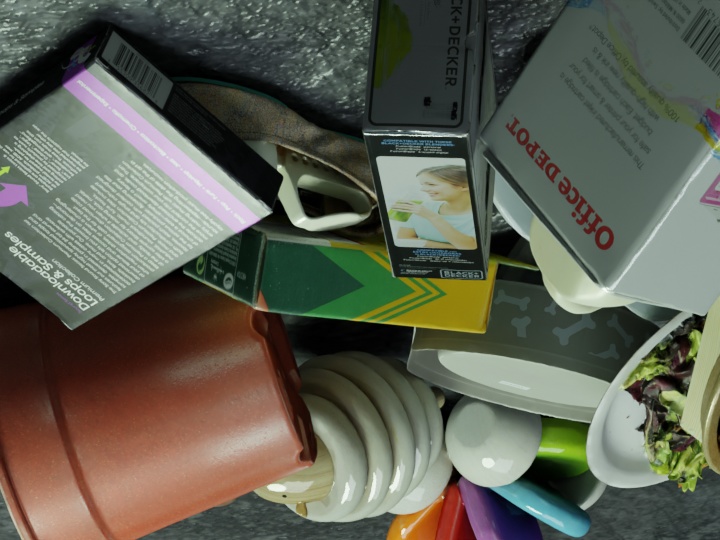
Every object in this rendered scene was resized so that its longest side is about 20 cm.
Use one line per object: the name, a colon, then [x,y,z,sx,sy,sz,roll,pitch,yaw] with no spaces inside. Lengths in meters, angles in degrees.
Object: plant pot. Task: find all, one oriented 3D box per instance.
plant pot: [-0.142,0.092,1.715,0.195,0.201,0.201,-17,155,4]

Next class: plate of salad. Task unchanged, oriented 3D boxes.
plate of salad: [0.241,0.082,1.695,0.200,0.048,0.200,-24,144,-19]

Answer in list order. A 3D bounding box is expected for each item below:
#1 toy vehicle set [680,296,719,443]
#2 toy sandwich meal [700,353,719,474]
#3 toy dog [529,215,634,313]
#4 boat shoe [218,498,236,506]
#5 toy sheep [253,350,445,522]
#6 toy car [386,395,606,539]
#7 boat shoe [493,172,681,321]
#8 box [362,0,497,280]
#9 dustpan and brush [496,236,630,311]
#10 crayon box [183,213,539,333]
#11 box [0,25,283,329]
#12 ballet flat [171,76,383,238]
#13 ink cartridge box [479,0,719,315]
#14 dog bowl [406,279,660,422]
toy vehicle set: [0.298,0.028,1.638,0.200,0.027,0.125,-23,138,-34]
toy sandwich meal: [0.298,0.069,1.586,0.205,0.070,0.206,-31,144,-27]
toy dog: [0.211,-0.051,1.522,0.199,0.140,0.194,-16,131,-21]
boat shoe: [-0.182,0.138,1.858,0.199,0.071,0.070,11,145,29]
toy sheep: [-0.009,0.119,1.840,0.200,0.138,0.138,-28,175,-43]
toy car: [0.105,0.189,2.022,0.200,0.150,0.175,-20,152,27]
boat shoe: [0.139,-0.041,1.620,0.199,0.068,0.074,33,92,-31]
box: [0.043,-0.086,1.440,0.060,0.117,0.200,2,158,7]
dustpan and brush: [0.206,0.011,1.764,0.199,0.057,0.140,1,155,-15]
crayon box: [0.000,0.000,1.628,0.199,0.051,0.127,6,-173,-25]
box: [-0.163,-0.051,1.498,0.143,0.036,0.200,41,133,-23]
ballet flat: [-0.050,-0.063,1.527,0.200,0.067,0.068,15,148,-40]
ink cartridge box: [0.172,-0.098,1.322,0.085,0.145,0.200,15,118,-42]
dog bowl: [0.129,0.058,1.777,0.199,0.059,0.200,13,168,3]
